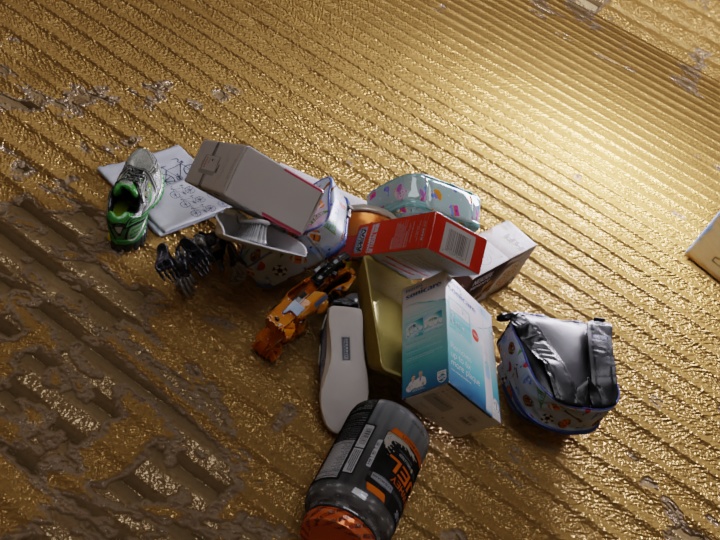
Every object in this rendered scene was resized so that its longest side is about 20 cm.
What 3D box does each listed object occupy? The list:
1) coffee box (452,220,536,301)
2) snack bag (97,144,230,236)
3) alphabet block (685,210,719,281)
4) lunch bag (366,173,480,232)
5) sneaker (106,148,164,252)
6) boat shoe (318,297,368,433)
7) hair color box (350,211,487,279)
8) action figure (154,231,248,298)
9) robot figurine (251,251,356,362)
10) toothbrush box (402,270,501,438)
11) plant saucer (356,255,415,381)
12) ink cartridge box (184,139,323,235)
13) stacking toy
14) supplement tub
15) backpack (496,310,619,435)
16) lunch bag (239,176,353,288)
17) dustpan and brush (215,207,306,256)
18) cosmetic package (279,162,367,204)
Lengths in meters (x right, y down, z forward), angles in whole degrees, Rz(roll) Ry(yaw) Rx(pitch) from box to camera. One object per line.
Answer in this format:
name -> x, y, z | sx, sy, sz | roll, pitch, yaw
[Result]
coffee box -> 0.219, -0.004, 1.344 | 0.200, 0.115, 0.080 | -24, 60, -40
snack bag -> -0.341, -0.155, 1.317 | 0.200, 0.021, 0.188 | 43, 46, 21
alphabet block -> 0.914, -0.067, 1.662 | 0.195, 0.197, 0.200 | -24, 60, -38
lunch bag -> 0.117, -0.106, 1.356 | 0.199, 0.160, 0.077 | 15, 67, -34
sneaker -> -0.372, -0.131, 1.207 | 0.078, 0.085, 0.201 | 4, 53, -8
boat shoe -> -0.029, 0.149, 1.111 | 0.074, 0.093, 0.201 | 7, 74, -9
hair color box -> 0.087, -0.035, 1.142 | 0.111, 0.200, 0.064 | 24, 73, -31
action figure -> -0.247, -0.013, 1.146 | 0.200, 0.118, 0.102 | -33, 105, -80
robot figurine -> -0.081, 0.053, 1.140 | 0.058, 0.145, 0.200 | 44, 52, 7
toothbrush box -> 0.136, 0.127, 1.101 | 0.146, 0.085, 0.201 | 41, 36, -36
plant saucer -> 0.063, 0.100, 1.152 | 0.200, 0.048, 0.201 | 29, 41, -44
ink cartridge box -> -0.171, -0.134, 1.145 | 0.146, 0.083, 0.200 | 27, -3, -32
stacking toy -> 0.000, 0.000, 1.258 | 0.146, 0.146, 0.201 | 10, 61, -14
supplement tub -> 0.006, 0.277, 0.952 | 0.122, 0.123, 0.200 | 28, 42, 5
backpack -> 0.318, 0.173, 1.179 | 0.199, 0.154, 0.191 | 5, 36, -11
lunch bag -> -0.105, -0.067, 1.211 | 0.076, 0.199, 0.161 | 51, 25, -33
dustpan and brush -> -0.177, -0.068, 1.122 | 0.139, 0.057, 0.200 | 15, -3, -32
cosmetic package -> -0.082, -0.127, 1.383 | 0.199, 0.051, 0.083 | 25, 43, 1
